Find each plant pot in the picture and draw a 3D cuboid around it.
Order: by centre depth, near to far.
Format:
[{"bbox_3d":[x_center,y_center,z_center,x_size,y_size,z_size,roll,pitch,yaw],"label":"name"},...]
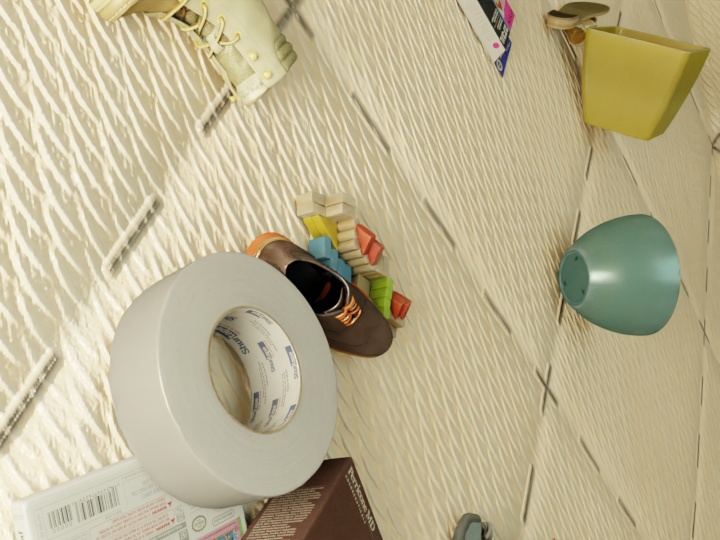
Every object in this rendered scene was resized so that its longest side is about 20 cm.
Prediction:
[{"bbox_3d":[0.408,0.010,1.359,0.132,0.200,0.204,-3,81,-18],"label":"plant pot"},{"bbox_3d":[0.538,-0.363,1.603,0.199,0.198,0.179,-25,132,-53],"label":"plant pot"}]

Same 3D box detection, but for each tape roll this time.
[{"bbox_3d":[-0.107,0.090,0.685,0.199,0.066,0.203,30,49,-41],"label":"tape roll"}]

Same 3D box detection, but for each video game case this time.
[{"bbox_3d":[-0.159,0.235,0.634,0.199,0.022,0.186,-11,89,-55],"label":"video game case"}]

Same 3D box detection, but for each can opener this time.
[{"bbox_3d":[0.132,0.396,0.974,0.065,0.053,0.203,13,64,-14],"label":"can opener"}]

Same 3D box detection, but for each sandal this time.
[{"bbox_3d":[0.415,-0.473,1.601,0.211,0.077,0.071,-30,136,-46],"label":"sandal"}]

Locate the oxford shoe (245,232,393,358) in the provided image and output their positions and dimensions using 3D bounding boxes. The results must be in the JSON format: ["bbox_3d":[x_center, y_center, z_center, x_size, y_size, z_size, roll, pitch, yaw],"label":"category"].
[{"bbox_3d":[-0.028,0.039,0.809,0.199,0.072,0.072,36,83,-37],"label":"oxford shoe"}]

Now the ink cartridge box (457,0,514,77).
[{"bbox_3d":[0.200,-0.414,1.300,0.201,0.037,0.096,51,44,-35],"label":"ink cartridge box"}]

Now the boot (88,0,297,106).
[{"bbox_3d":[-0.140,-0.219,0.746,0.157,0.072,0.201,61,34,-18],"label":"boot"}]

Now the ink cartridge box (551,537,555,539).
[{"bbox_3d":[0.226,0.468,1.035,0.172,0.043,0.204,-14,107,-54],"label":"ink cartridge box"}]

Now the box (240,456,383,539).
[{"bbox_3d":[-0.053,0.260,0.700,0.102,0.074,0.200,69,25,-16],"label":"box"}]

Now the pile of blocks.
[{"bbox_3d":[0.000,0.000,0.884,0.201,0.061,0.083,57,41,-26],"label":"pile of blocks"}]
